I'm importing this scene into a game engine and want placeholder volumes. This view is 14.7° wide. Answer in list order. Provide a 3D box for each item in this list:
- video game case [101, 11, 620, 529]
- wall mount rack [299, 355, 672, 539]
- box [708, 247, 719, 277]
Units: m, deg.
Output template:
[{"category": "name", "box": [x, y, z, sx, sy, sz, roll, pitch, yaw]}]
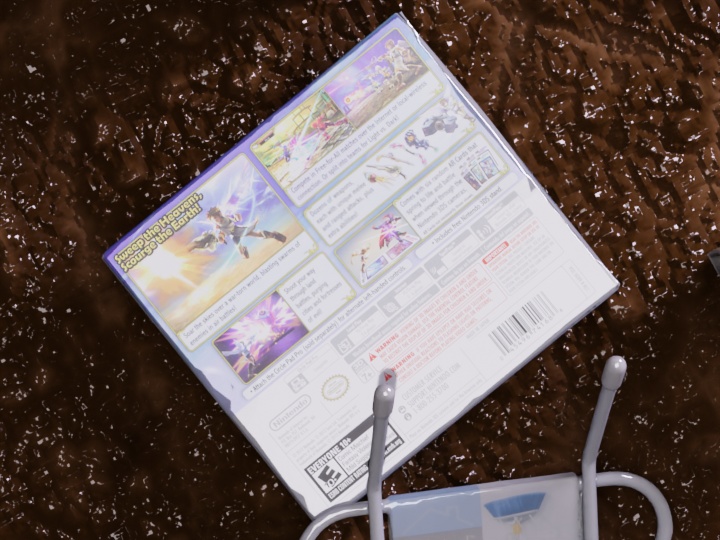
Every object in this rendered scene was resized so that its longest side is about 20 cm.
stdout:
[{"category": "video game case", "box": [0.000, 0.000, 1.433, 0.200, 0.045, 0.181, -39, 90, 1]}, {"category": "wall mount rack", "box": [0.067, 0.122, 1.391, 0.199, 0.075, 0.174, -7, 107, -9]}, {"category": "box", "box": [0.286, -0.014, 1.407, 0.200, 0.078, 0.095, -29, 88, 2]}]
